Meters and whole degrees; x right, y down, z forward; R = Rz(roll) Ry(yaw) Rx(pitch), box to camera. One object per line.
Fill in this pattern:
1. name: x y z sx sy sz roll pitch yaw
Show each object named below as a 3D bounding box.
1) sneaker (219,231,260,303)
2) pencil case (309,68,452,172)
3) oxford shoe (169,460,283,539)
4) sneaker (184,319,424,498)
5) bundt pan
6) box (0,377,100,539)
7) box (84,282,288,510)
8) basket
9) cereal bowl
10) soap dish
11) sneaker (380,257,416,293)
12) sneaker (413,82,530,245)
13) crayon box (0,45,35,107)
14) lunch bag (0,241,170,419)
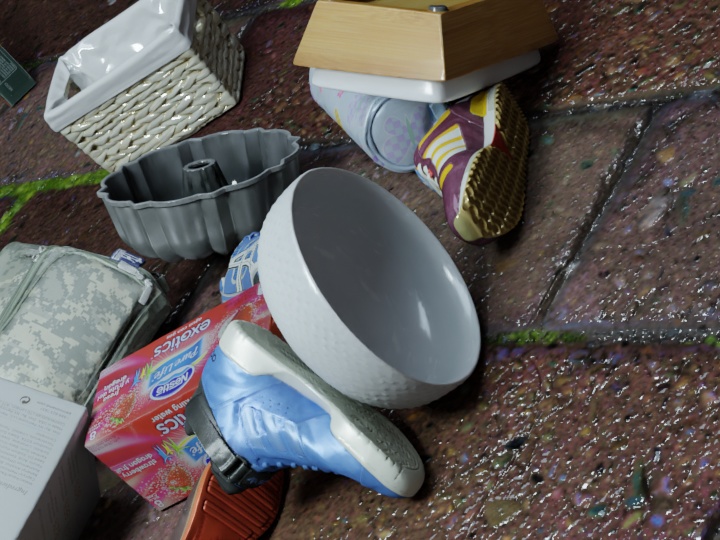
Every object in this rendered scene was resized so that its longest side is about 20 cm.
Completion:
1. sneaker: -0.075 -0.008 1.620 0.200 0.075 0.077 -53 50 43
2. pencil case: 0.016 -0.163 1.790 0.091 0.083 0.200 -46 28 2
3. oxford shoe: -0.122 0.206 1.492 0.072 0.071 0.200 -30 24 46
4. sneaker: -0.050 0.137 1.443 0.200 0.077 0.111 36 103 20
5. bundt pan: -0.146 -0.067 1.818 0.201 0.076 0.202 -11 21 4
6. box: -0.312 0.215 1.597 0.106 0.153 0.200 18 55 10
7. box: -0.121 0.105 1.588 0.200 0.100 0.096 -28 34 24
8. basket: -0.237 -0.213 2.130 0.200 0.123 0.136 -31 32 23
9. cereal bowl: -0.005 0.024 1.460 0.083 0.200 0.200 -39 27 31
10. soap dish: 0.060 -0.211 1.681 0.157 0.082 0.200 11 21 32
11. sneaker: 0.000 0.000 1.637 0.200 0.071 0.083 35 113 57
12. sneaker: 0.086 -0.078 1.605 0.090 0.075 0.200 -23 26 28
13. crayon box: -0.524 -0.304 2.605 0.051 0.127 0.200 -45 28 -3
14. lunch bag: -0.287 0.076 1.808 0.167 0.140 0.200 9 56 35
